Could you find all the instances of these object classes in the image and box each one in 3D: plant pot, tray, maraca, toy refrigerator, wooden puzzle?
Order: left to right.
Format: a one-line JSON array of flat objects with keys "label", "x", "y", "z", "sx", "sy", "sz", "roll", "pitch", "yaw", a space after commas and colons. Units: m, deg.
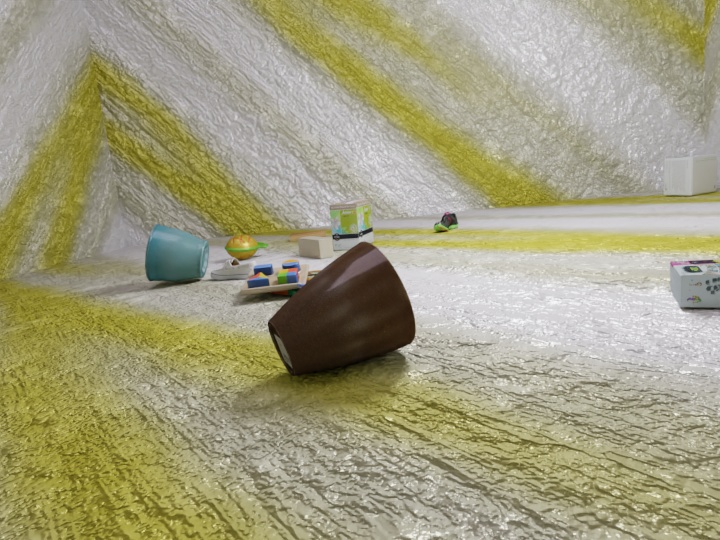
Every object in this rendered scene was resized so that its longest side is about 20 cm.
[{"label": "plant pot", "x": -0.650, "y": -0.051, "z": 1.905, "sx": 0.183, "sy": 0.205, "sz": 0.200, "roll": 8, "pitch": 8, "yaw": -7}, {"label": "maraca", "x": -0.509, "y": -0.107, "z": 2.365, "sx": 0.197, "sy": 0.110, "sz": 0.136, "roll": -9, "pitch": 20, "yaw": -36}, {"label": "wooden puzzle", "x": -0.243, "y": 0.013, "z": 1.515, "sx": 0.181, "sy": 0.047, "sz": 0.200, "roll": -7, "pitch": 17, "yaw": 1}, {"label": "tray", "x": -0.288, "y": -0.192, "z": 2.904, "sx": 0.195, "sy": 0.038, "sz": 0.099, "roll": -8, "pitch": 10, "yaw": -3}, {"label": "toy refrigerator", "x": -0.184, "y": -0.097, "z": 2.180, "sx": 0.069, "sy": 0.078, "sz": 0.199, "roll": -12, "pitch": 11, "yaw": -31}, {"label": "plant pot", "x": -0.042, "y": 0.081, "z": 0.856, "sx": 0.197, "sy": 0.190, "sz": 0.186, "roll": -26, "pitch": 17, "yaw": -21}]

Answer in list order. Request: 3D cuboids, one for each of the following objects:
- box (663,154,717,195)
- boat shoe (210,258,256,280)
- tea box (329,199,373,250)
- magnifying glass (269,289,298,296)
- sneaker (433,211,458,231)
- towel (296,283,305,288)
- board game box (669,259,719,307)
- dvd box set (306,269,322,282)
[{"label": "box", "x": 1.756, "y": -0.508, "z": 2.819, "sx": 0.195, "sy": 0.205, "sz": 0.171, "roll": -9, "pitch": 12, "yaw": -20}, {"label": "boat shoe", "x": -0.447, "y": -0.008, "z": 1.865, "sx": 0.196, "sy": 0.072, "sz": 0.071, "roll": -1, "pitch": 11, "yaw": 26}, {"label": "tea box", "x": -0.037, "y": -0.205, "z": 2.333, "sx": 0.131, "sy": 0.202, "sz": 0.200, "roll": -3, "pitch": 11, "yaw": 20}, {"label": "magnifying glass", "x": -0.178, "y": 0.060, "z": 1.456, "sx": 0.197, "sy": 0.023, "sz": 0.079, "roll": 4, "pitch": 14, "yaw": 39}, {"label": "sneaker", "x": 0.405, "y": -0.236, "z": 2.535, "sx": 0.075, "sy": 0.086, "sz": 0.199, "roll": -1, "pitch": 11, "yaw": 33}, {"label": "towel", "x": -0.053, "y": 0.038, "z": 1.398, "sx": 0.196, "sy": 0.024, "sz": 0.144, "roll": -3, "pitch": 6, "yaw": -31}, {"label": "board game box", "x": 0.683, "y": 0.021, "z": 0.961, "sx": 0.196, "sy": 0.066, "sz": 0.147, "roll": -1, "pitch": 12, "yaw": 24}, {"label": "dvd box set", "x": -0.181, "y": 0.029, "z": 1.592, "sx": 0.195, "sy": 0.030, "sz": 0.146, "roll": -5, "pitch": 10, "yaw": 7}]
